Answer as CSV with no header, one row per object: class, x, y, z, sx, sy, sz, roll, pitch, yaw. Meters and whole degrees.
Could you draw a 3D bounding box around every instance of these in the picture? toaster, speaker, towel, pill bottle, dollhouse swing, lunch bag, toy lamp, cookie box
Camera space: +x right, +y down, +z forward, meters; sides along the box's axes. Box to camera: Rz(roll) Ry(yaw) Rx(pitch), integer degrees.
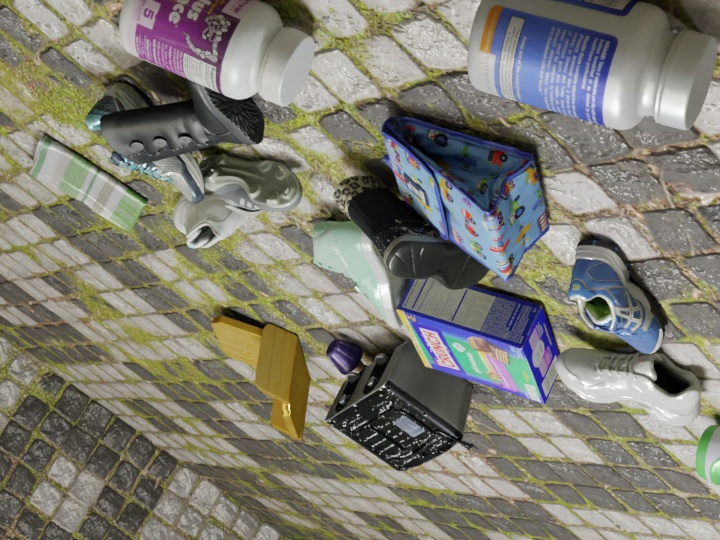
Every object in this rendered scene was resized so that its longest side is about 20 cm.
toaster,0.074,0.228,2.043,0.200,0.119,0.181,36,138,-16
speaker,0.553,0.263,1.659,0.199,0.089,0.089,11,151,37
towel,-0.456,-0.139,2.077,0.200,0.031,0.149,33,158,-8
pill bottle,0.205,-0.189,1.101,0.199,0.112,0.112,20,155,22
dollhouse swing,-0.194,0.200,2.312,0.175,0.183,0.200,4,153,6
pill bottle,-0.156,-0.257,1.380,0.199,0.113,0.112,24,157,11
lunch bag,0.108,-0.100,1.456,0.200,0.094,0.151,31,162,30
toy lamp,0.026,0.185,2.151,0.200,0.058,0.058,35,156,-20
cookie box,0.170,0.095,1.771,0.199,0.075,0.171,17,155,29

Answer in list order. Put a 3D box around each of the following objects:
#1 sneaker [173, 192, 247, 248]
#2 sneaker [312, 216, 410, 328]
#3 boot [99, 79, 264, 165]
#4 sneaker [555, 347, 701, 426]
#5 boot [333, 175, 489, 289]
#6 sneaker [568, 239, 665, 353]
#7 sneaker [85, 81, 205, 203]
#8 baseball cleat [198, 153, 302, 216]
sneaker,-0.245,-0.069,1.901,0.075,0.089,0.200,38,156,-23
sneaker,0.000,-0.001,1.770,0.118,0.074,0.201,7,139,30
boot,-0.246,-0.205,1.588,0.199,0.066,0.165,-3,144,26
sneaker,0.358,0.133,1.649,0.199,0.078,0.100,14,148,12
boot,0.070,-0.052,1.590,0.203,0.074,0.154,8,-147,-48
sneaker,0.304,0.047,1.514,0.076,0.077,0.200,1,146,45
sneaker,-0.300,-0.160,1.730,0.200,0.086,0.078,47,156,-3
baseball cleat,-0.138,-0.111,1.735,0.200,0.070,0.106,23,164,40
